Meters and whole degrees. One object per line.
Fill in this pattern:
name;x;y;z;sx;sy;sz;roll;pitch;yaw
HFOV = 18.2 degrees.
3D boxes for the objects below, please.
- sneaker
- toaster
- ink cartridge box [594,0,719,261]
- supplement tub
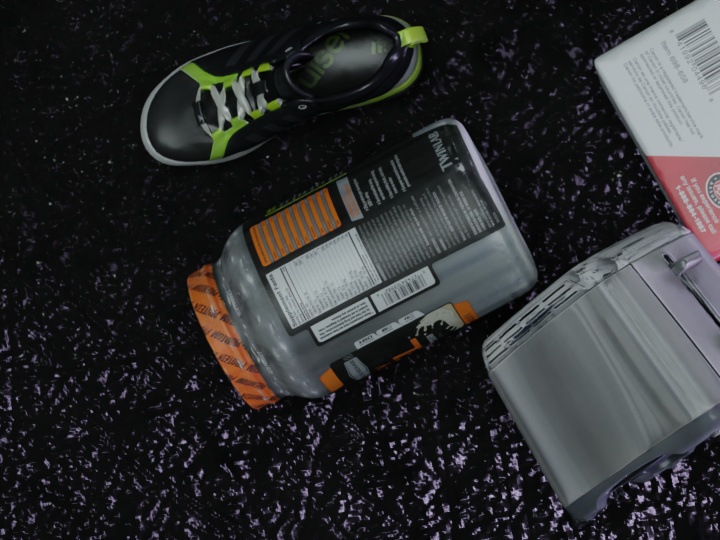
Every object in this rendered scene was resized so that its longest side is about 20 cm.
sneaker;-0.054;-0.125;1.443;0.199;0.083;0.072;-20;85;6
toaster;0.161;0.062;1.375;0.113;0.200;0.129;-24;77;-39
ink cartridge box;0.267;-0.114;1.401;0.200;0.084;0.145;-30;84;7
supplement tub;0.000;0.000;1.411;0.199;0.123;0.123;-27;84;6
